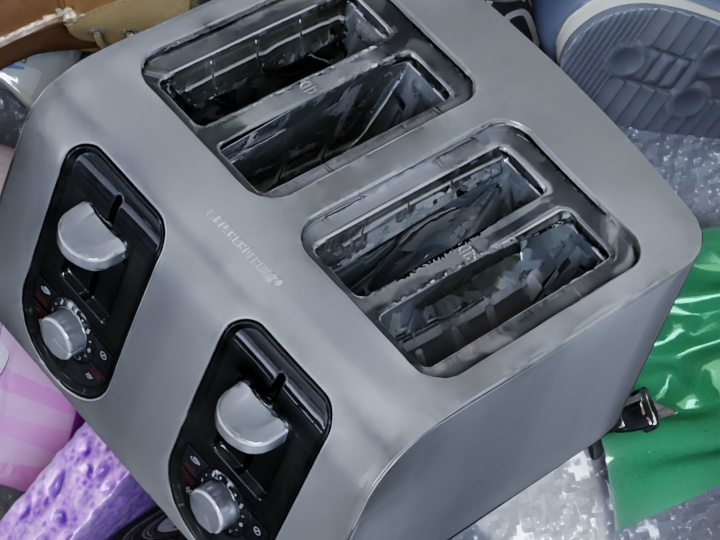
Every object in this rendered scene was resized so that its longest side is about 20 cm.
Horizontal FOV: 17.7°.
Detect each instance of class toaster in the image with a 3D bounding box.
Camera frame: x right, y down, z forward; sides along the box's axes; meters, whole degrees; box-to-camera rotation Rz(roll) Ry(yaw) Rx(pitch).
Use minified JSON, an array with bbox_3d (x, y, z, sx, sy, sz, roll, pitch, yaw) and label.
[{"bbox_3d":[0.000,0.000,0.789,0.200,0.119,0.181,-29,66,-34],"label":"toaster"}]

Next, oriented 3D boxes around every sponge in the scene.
[{"bbox_3d":[-0.126,0.125,0.875,0.030,0.112,0.200,39,87,13],"label":"sponge"}]

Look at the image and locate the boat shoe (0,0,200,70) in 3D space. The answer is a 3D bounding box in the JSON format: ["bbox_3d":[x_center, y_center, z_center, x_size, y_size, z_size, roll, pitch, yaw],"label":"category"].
[{"bbox_3d":[-0.087,-0.115,0.872,0.200,0.076,0.074,-36,97,1],"label":"boat shoe"}]

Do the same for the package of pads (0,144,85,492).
[{"bbox_3d":[-0.184,0.000,0.900,0.200,0.076,0.121,18,112,8],"label":"package of pads"}]

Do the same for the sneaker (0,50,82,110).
[{"bbox_3d":[-0.207,-0.095,0.935,0.200,0.075,0.087,5,89,6],"label":"sneaker"}]

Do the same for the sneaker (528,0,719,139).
[{"bbox_3d":[0.145,-0.086,0.871,0.070,0.200,0.082,-48,43,28],"label":"sneaker"}]

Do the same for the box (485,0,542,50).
[{"bbox_3d":[0.018,-0.134,0.928,0.157,0.050,0.200,-19,81,2],"label":"box"}]

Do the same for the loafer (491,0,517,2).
[{"bbox_3d":[0.039,-0.180,0.835,0.073,0.071,0.200,-25,51,13],"label":"loafer"}]

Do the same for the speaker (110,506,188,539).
[{"bbox_3d":[-0.022,0.178,0.849,0.081,0.081,0.200,-21,98,2],"label":"speaker"}]

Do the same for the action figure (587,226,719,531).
[{"bbox_3d":[0.182,0.027,0.891,0.200,0.055,0.118,-9,80,-3],"label":"action figure"}]
